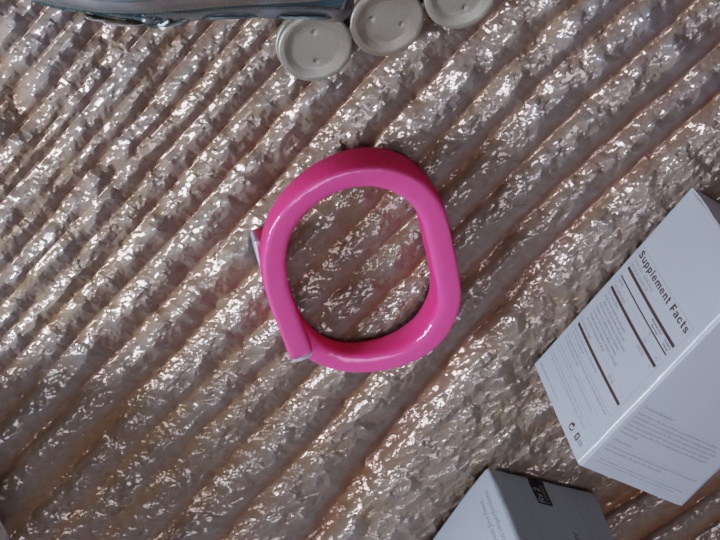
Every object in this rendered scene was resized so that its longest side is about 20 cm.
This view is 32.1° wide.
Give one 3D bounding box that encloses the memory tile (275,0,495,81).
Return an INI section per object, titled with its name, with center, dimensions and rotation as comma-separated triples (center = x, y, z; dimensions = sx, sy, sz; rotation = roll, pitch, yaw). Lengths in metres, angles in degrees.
[memory tile]
center = -0.007, -0.216, 0.760
dimensions = 0.152, 0.017, 0.201
rotation = -21, 130, 2

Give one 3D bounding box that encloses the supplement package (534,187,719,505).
[supplement package]
center = 0.256, 0.062, 0.980
dimensions = 0.121, 0.120, 0.200
rotation = 24, 118, -28

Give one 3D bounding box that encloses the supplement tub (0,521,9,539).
[supplement tub]
center = -0.348, 0.205, 0.918
dimensions = 0.144, 0.146, 0.201
rotation = -23, 130, 4

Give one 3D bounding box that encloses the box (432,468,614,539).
[box]
center = 0.140, 0.322, 1.102
dimensions = 0.130, 0.200, 0.201
rotation = 16, 122, -26

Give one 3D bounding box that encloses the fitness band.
[fitness band]
center = 0.000, 0.000, 0.919
dimensions = 0.142, 0.038, 0.201
rotation = -17, 131, -2

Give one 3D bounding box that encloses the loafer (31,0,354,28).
[loafer]
center = -0.099, -0.164, 0.733
dimensions = 0.198, 0.072, 0.063
rotation = -4, 139, 2
